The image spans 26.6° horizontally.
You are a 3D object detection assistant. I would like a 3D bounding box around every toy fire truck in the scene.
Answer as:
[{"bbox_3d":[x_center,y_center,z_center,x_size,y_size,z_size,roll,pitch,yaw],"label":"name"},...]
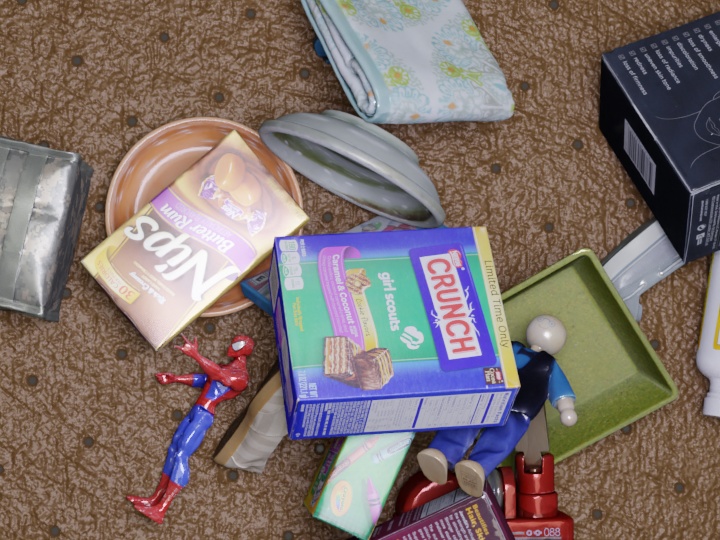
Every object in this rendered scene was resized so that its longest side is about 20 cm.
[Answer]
[{"bbox_3d":[0.124,0.214,1.499,0.174,0.129,0.202,0,89,-6],"label":"toy fire truck"}]

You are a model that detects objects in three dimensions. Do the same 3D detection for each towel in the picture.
[{"bbox_3d":[0.044,-0.226,1.485,0.170,0.048,0.201,-7,58,-32],"label":"towel"}]

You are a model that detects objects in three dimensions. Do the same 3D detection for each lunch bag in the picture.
[{"bbox_3d":[-0.377,-0.053,1.477,0.198,0.118,0.165,13,85,0],"label":"lunch bag"}]

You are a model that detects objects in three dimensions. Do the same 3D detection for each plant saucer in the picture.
[{"bbox_3d":[-0.157,-0.053,1.540,0.198,0.037,0.202,0,86,-6],"label":"plant saucer"},{"bbox_3d":[-0.001,-0.107,1.464,0.199,0.200,0.051,27,81,-4],"label":"plant saucer"},{"bbox_3d":[0.183,0.089,1.517,0.199,0.048,0.200,-30,114,12],"label":"plant saucer"}]

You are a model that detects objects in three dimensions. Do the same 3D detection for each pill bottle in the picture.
[{"bbox_3d":[0.402,0.055,1.563,0.103,0.104,0.202,11,85,-6],"label":"pill bottle"}]

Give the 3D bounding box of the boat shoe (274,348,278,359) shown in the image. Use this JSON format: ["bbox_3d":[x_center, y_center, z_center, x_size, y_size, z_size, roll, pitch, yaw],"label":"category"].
[{"bbox_3d":[-0.003,0.088,1.484,0.074,0.199,0.069,-19,96,-48],"label":"boat shoe"}]

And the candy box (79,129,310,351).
[{"bbox_3d":[-0.161,-0.028,1.492,0.200,0.056,0.117,-41,92,-6],"label":"candy box"}]

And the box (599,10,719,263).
[{"bbox_3d":[0.368,-0.145,1.524,0.195,0.124,0.201,-21,55,-6],"label":"box"}]

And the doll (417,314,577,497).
[{"bbox_3d":[0.138,0.119,1.412,0.136,0.049,0.200,14,51,32],"label":"doll"}]

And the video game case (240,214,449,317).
[{"bbox_3d":[0.000,0.000,1.486,0.199,0.143,0.018,-26,121,-22],"label":"video game case"}]

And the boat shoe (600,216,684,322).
[{"bbox_3d":[0.265,0.025,1.566,0.201,0.070,0.072,-41,91,-8],"label":"boat shoe"}]

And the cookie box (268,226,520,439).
[{"bbox_3d":[0.027,0.053,1.358,0.198,0.075,0.172,-3,58,-11],"label":"cookie box"}]

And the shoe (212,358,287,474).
[{"bbox_3d":[-0.082,0.136,1.472,0.053,0.200,0.070,34,46,-3],"label":"shoe"}]

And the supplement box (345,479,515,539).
[{"bbox_3d":[0.051,0.287,1.416,0.199,0.086,0.111,-25,90,6],"label":"supplement box"}]

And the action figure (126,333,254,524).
[{"bbox_3d":[-0.182,0.137,1.504,0.099,0.065,0.201,37,82,-20],"label":"action figure"}]

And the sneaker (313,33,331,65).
[{"bbox_3d":[0.055,-0.228,1.560,0.199,0.073,0.082,22,71,-10],"label":"sneaker"}]

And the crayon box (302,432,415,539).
[{"bbox_3d":[-0.003,0.186,1.458,0.058,0.200,0.120,25,83,-2],"label":"crayon box"}]
